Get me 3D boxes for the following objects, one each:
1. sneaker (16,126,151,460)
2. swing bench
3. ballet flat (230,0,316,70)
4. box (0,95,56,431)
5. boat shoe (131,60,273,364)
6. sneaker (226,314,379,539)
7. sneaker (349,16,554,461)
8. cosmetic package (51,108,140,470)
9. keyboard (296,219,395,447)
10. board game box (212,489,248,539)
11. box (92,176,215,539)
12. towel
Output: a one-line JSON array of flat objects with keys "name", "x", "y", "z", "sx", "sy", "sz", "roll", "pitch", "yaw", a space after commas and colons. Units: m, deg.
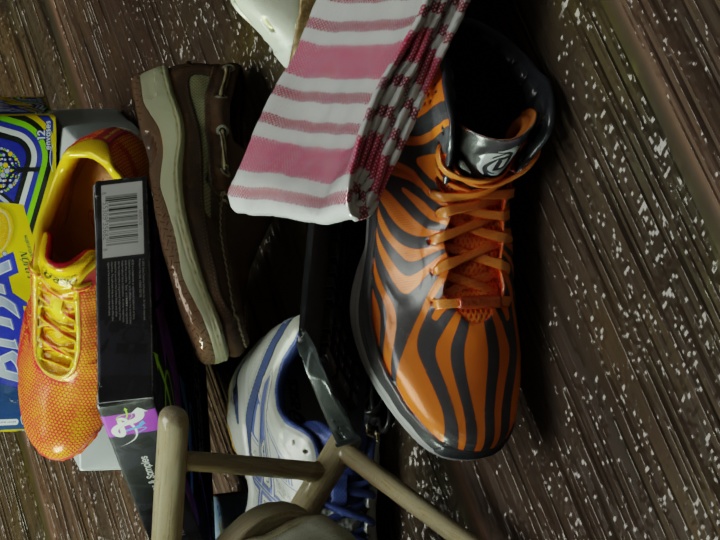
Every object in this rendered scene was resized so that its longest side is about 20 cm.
[{"name": "sneaker", "x": -0.170, "y": 0.014, "z": 1.665, "sx": 0.073, "sy": 0.077, "sz": 0.201, "roll": 15, "pitch": 105, "yaw": 20}, {"name": "swing bench", "x": -0.027, "y": 0.196, "z": 1.339, "sx": 0.199, "sy": 0.129, "sz": 0.201, "roll": 33, "pitch": 109, "yaw": 48}, {"name": "ballet flat", "x": -0.029, "y": -0.165, "z": 1.450, "sx": 0.068, "sy": 0.072, "sz": 0.201, "roll": -111, "pitch": 23, "yaw": -70}, {"name": "box", "x": -0.223, "y": -0.004, "z": 1.799, "sx": 0.070, "sy": 0.064, "sz": 0.201, "roll": -131, "pitch": 41, "yaw": -73}, {"name": "boat shoe", "x": -0.074, "y": -0.041, "z": 1.568, "sx": 0.075, "sy": 0.074, "sz": 0.203, "roll": 78, "pitch": 179, "yaw": -53}, {"name": "sneaker", "x": -0.024, "y": 0.118, "z": 1.485, "sx": 0.088, "sy": 0.075, "sz": 0.201, "roll": 130, "pitch": 131, "yaw": -57}, {"name": "sneaker", "x": 0.044, "y": -0.020, "z": 1.304, "sx": 0.112, "sy": 0.077, "sz": 0.201, "roll": 138, "pitch": 124, "yaw": -62}, {"name": "cosmetic package", "x": -0.161, "y": 0.009, "z": 1.783, "sx": 0.151, "sy": 0.051, "sz": 0.201, "roll": -147, "pitch": 56, "yaw": -72}, {"name": "keyboard", "x": 0.000, "y": 0.000, "z": 1.391, "sx": 0.127, "sy": 0.020, "sz": 0.201, "roll": 69, "pitch": -160, "yaw": -45}, {"name": "board game box", "x": -0.052, "y": 0.224, "z": 1.637, "sx": 0.103, "sy": 0.019, "sz": 0.201, "roll": 163, "pitch": 102, "yaw": -68}, {"name": "box", "x": -0.114, "y": 0.063, "z": 1.608, "sx": 0.200, "sy": 0.036, "sz": 0.144, "roll": 80, "pitch": -175, "yaw": -57}, {"name": "towel", "x": 0.003, "y": -0.115, "z": 1.339, "sx": 0.146, "sy": 0.030, "sz": 0.201, "roll": 3, "pitch": 67, "yaw": 67}]
